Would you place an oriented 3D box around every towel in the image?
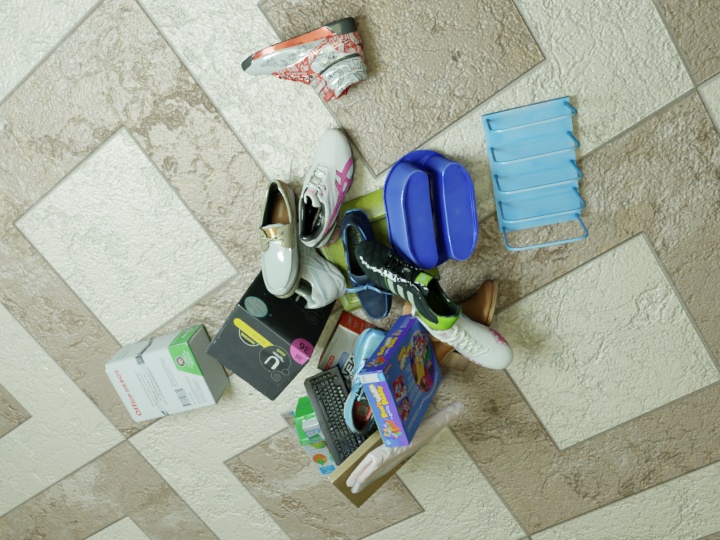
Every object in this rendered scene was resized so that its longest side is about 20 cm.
[{"bbox_3d":[0.077,0.313,1.055,0.032,0.198,0.192,54,149,21],"label":"towel"}]

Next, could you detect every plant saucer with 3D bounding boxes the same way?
[{"bbox_3d":[0.018,-0.028,1.070,0.197,0.048,0.202,-19,109,16],"label":"plant saucer"}]

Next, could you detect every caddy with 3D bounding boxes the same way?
[{"bbox_3d":[0.114,-0.097,0.991,0.139,0.105,0.204,-13,107,-14],"label":"caddy"}]

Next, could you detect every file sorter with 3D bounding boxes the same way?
[{"bbox_3d":[0.276,-0.148,0.937,0.136,0.123,0.203,-9,112,13],"label":"file sorter"}]

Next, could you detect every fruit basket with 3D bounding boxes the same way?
[{"bbox_3d":[-0.044,0.339,1.215,0.183,0.094,0.202,-19,112,16],"label":"fruit basket"}]

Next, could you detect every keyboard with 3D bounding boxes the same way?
[{"bbox_3d":[-0.019,0.271,1.130,0.125,0.021,0.203,-22,107,-8],"label":"keyboard"}]

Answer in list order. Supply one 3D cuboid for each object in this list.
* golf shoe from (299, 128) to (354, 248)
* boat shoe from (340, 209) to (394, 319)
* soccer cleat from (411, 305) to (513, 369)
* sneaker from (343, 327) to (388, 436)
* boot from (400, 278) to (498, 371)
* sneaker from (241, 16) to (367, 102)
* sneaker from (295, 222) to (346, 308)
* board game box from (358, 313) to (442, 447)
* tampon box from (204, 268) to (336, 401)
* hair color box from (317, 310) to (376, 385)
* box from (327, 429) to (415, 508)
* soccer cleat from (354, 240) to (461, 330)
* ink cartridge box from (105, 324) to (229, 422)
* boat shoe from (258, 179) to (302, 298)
[{"bbox_3d":[-0.058,-0.137,0.991,0.071,0.092,0.204,10,94,17],"label":"golf shoe"},{"bbox_3d":[0.000,0.000,1.020,0.083,0.069,0.203,-17,109,15],"label":"boat shoe"},{"bbox_3d":[0.167,0.110,1.009,0.199,0.086,0.070,35,111,8],"label":"soccer cleat"},{"bbox_3d":[0.021,0.202,1.065,0.077,0.090,0.204,9,98,-5],"label":"sneaker"},{"bbox_3d":[0.154,0.079,1.090,0.153,0.077,0.202,23,122,3],"label":"boot"},{"bbox_3d":[-0.087,-0.316,0.952,0.198,0.067,0.109,-16,108,12],"label":"sneaker"},{"bbox_3d":[-0.114,-0.017,1.054,0.200,0.080,0.071,45,138,11],"label":"sneaker"},{"bbox_3d":[0.074,0.177,1.002,0.044,0.200,0.136,-12,106,28],"label":"board game box"},{"bbox_3d":[-0.152,0.093,1.061,0.149,0.201,0.127,37,119,-9],"label":"tampon box"},{"bbox_3d":[0.028,0.176,1.148,0.197,0.064,0.112,26,114,-4],"label":"hair color box"},{"bbox_3d":[0.040,0.361,1.153,0.199,0.021,0.164,-40,140,-10],"label":"box"},{"bbox_3d":[0.077,0.014,0.940,0.199,0.068,0.081,40,153,3],"label":"soccer cleat"},{"bbox_3d":[-0.393,0.211,1.218,0.197,0.084,0.148,-14,110,15],"label":"ink cartridge box"},{"bbox_3d":[-0.142,-0.056,1.008,0.073,0.068,0.204,-9,69,12],"label":"boat shoe"}]
